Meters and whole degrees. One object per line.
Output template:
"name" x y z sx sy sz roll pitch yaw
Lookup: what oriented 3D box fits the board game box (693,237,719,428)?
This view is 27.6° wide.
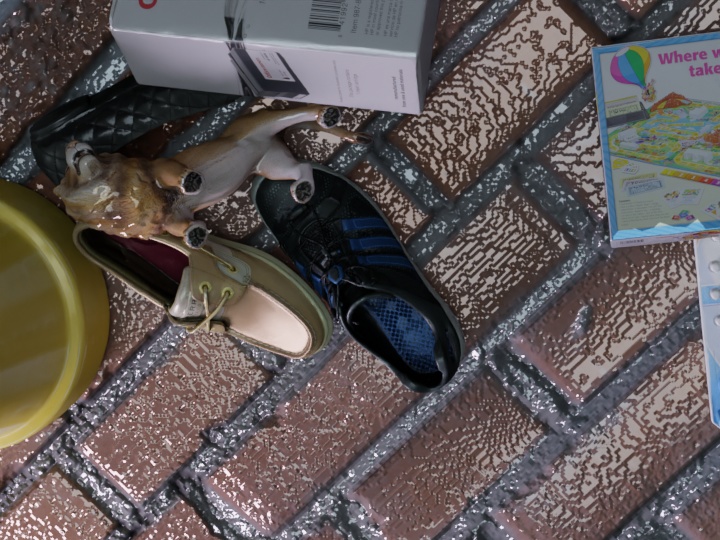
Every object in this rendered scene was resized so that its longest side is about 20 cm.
"board game box" 0.335 0.008 1.007 0.200 0.026 0.200 -6 99 10

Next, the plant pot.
"plant pot" -0.299 0.045 1.025 0.200 0.189 0.201 2 102 9

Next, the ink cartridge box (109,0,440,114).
"ink cartridge box" -0.049 -0.193 0.966 0.200 0.084 0.145 7 70 7

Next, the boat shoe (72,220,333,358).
"boat shoe" -0.116 0.011 1.044 0.200 0.066 0.074 29 127 7

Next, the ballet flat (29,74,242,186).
"ballet flat" -0.143 -0.115 1.042 0.200 0.066 0.057 -20 118 16

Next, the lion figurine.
"lion figurine" -0.102 -0.071 1.004 0.200 0.122 0.073 -19 111 -27

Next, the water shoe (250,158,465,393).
"water shoe" 0.000 0.000 1.027 0.200 0.079 0.072 45 103 -2

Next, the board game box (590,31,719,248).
"board game box" 0.260 -0.093 0.974 0.200 0.034 0.135 -5 82 10
